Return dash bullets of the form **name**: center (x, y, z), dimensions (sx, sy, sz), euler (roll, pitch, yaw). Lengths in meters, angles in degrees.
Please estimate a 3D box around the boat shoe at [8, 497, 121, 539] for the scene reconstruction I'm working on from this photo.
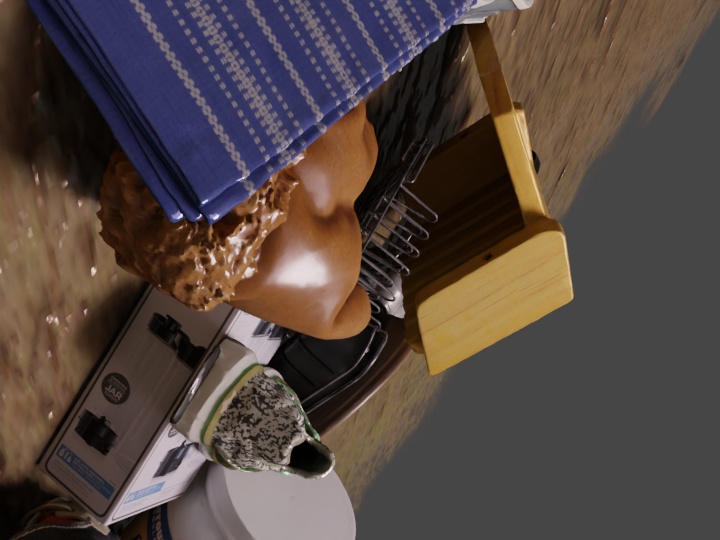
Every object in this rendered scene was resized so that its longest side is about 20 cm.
- **boat shoe**: center (-0.188, 0.177, 0.681), dimensions (0.070, 0.063, 0.200), euler (-21, 163, -8)

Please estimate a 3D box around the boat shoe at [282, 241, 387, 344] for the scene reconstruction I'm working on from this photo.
- **boat shoe**: center (-0.032, 0.055, 0.898), dimensions (0.200, 0.061, 0.073), euler (-45, 163, -32)

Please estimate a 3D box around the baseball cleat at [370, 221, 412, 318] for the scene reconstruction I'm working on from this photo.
- **baseball cleat**: center (0.055, -0.007, 1.044), dimensions (0.106, 0.069, 0.202), euler (-30, 150, -58)

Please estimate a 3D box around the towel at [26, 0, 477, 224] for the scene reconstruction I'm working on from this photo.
- **towel**: center (-0.039, -0.126, 0.418), dimensions (0.024, 0.146, 0.200), euler (-18, -160, 51)

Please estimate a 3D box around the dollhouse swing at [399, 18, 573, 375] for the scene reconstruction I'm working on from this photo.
- **dollhouse swing**: center (0.067, -0.071, 0.842), dimensions (0.180, 0.176, 0.201), euler (-30, -149, 19)

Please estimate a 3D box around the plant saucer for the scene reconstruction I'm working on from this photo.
- **plant saucer**: center (-0.028, 0.104, 0.967), dimensions (0.199, 0.030, 0.200), euler (-39, -174, 5)

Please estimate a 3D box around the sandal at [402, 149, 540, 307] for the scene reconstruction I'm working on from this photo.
- **sandal**: center (0.105, -0.026, 0.968), dimensions (0.048, 0.075, 0.201), euler (49, 63, -29)

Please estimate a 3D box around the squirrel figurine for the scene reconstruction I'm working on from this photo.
- **squirrel figurine**: center (-0.039, -0.080, 0.495), dimensions (0.189, 0.140, 0.200), euler (-63, 166, 7)

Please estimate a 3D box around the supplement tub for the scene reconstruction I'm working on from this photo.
- **supplement tub**: center (-0.110, 0.226, 0.826), dimensions (0.200, 0.145, 0.144), euler (-46, 170, 28)

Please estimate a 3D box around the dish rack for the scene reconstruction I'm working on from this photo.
- **dish rack**: center (0.000, 0.000, 0.795), dimensions (0.201, 0.054, 0.153), euler (-61, -169, -28)

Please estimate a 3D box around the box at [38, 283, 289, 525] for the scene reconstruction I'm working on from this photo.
- **box**: center (-0.110, 0.058, 0.701), dimensions (0.201, 0.060, 0.116), euler (-57, 165, 7)

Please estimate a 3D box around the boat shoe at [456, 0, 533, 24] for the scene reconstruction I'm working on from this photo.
- **boat shoe**: center (0.072, -0.205, 0.737), dimensions (0.061, 0.074, 0.200), euler (-14, -169, 24)

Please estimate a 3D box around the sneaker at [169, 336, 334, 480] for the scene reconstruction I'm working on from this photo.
- **sneaker**: center (-0.056, 0.110, 0.688), dimensions (0.077, 0.088, 0.200), euler (-52, 165, -6)
